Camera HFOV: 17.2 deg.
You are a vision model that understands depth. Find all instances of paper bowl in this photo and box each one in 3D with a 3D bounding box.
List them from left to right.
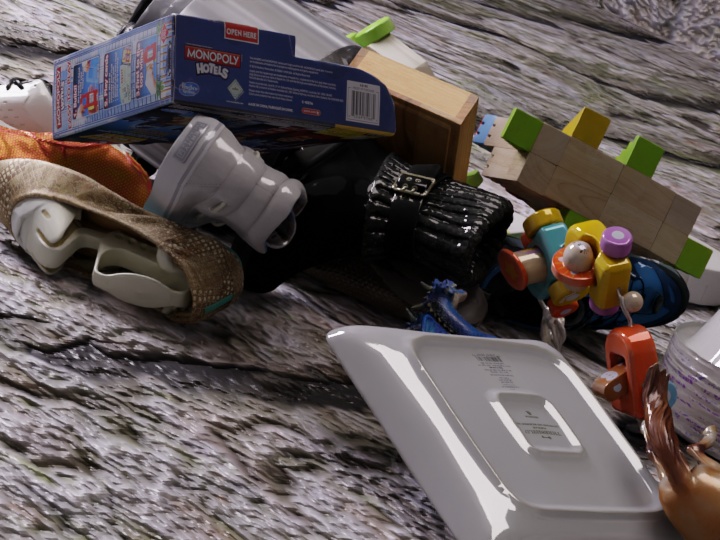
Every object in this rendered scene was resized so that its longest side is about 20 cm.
[{"bbox_3d":[0.324,0.087,1.775,0.200,0.105,0.201,17,14,-4],"label":"paper bowl"}]

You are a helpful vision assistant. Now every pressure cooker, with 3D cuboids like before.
[{"bbox_3d":[-0.104,-0.147,1.879,0.200,0.176,0.179,34,-26,17],"label":"pressure cooker"}]

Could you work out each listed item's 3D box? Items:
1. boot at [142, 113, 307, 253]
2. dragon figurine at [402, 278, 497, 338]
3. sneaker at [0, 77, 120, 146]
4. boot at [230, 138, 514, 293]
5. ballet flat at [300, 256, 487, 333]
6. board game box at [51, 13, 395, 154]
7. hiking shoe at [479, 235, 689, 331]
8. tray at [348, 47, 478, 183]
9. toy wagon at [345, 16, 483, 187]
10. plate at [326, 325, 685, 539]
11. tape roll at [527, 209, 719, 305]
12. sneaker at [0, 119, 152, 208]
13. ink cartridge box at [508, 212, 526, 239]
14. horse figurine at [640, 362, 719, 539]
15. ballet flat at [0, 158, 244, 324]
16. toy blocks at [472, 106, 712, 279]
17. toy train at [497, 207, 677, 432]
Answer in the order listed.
[{"bbox_3d":[-0.090,-0.042,1.611,0.095,0.074,0.200,35,-9,-1],"label":"boot"},{"bbox_3d":[0.060,0.068,1.567,0.099,0.059,0.200,20,24,4],"label":"dragon figurine"},{"bbox_3d":[-0.273,-0.116,1.789,0.199,0.080,0.074,16,16,-8],"label":"sneaker"},{"bbox_3d":[0.008,-0.024,1.725,0.158,0.080,0.211,31,44,13],"label":"boot"},{"bbox_3d":[0.000,0.000,1.791,0.199,0.046,0.067,23,43,4],"label":"ballet flat"},{"bbox_3d":[-0.114,-0.123,1.654,0.200,0.062,0.199,6,-7,-43],"label":"board game box"},{"bbox_3d":[0.175,0.025,1.903,0.199,0.075,0.087,5,26,-17],"label":"hiking shoe"},{"bbox_3d":[0.031,-0.076,1.849,0.098,0.200,0.037,24,54,13],"label":"tray"},{"bbox_3d":[0.023,-0.123,1.966,0.040,0.155,0.200,-34,8,-23],"label":"toy wagon"},{"bbox_3d":[0.099,0.102,1.429,0.199,0.032,0.200,6,39,-43],"label":"plate"},{"bbox_3d":[0.253,-0.023,2.225,0.202,0.037,0.203,20,11,-4],"label":"tape roll"},{"bbox_3d":[-0.248,-0.071,1.709,0.199,0.073,0.077,15,36,-4],"label":"sneaker"},{"bbox_3d":[0.104,-0.042,2.089,0.145,0.048,0.200,27,18,31],"label":"ink cartridge box"},{"bbox_3d":[0.229,0.149,1.437,0.200,0.050,0.133,44,17,-15],"label":"horse figurine"},{"bbox_3d":[-0.175,-0.019,1.585,0.199,0.071,0.065,19,36,15],"label":"ballet flat"},{"bbox_3d":[0.170,-0.066,1.884,0.200,0.100,0.137,27,-3,-19],"label":"toy blocks"},{"bbox_3d":[0.155,0.035,1.735,0.055,0.151,0.200,-13,18,-20],"label":"toy train"}]
